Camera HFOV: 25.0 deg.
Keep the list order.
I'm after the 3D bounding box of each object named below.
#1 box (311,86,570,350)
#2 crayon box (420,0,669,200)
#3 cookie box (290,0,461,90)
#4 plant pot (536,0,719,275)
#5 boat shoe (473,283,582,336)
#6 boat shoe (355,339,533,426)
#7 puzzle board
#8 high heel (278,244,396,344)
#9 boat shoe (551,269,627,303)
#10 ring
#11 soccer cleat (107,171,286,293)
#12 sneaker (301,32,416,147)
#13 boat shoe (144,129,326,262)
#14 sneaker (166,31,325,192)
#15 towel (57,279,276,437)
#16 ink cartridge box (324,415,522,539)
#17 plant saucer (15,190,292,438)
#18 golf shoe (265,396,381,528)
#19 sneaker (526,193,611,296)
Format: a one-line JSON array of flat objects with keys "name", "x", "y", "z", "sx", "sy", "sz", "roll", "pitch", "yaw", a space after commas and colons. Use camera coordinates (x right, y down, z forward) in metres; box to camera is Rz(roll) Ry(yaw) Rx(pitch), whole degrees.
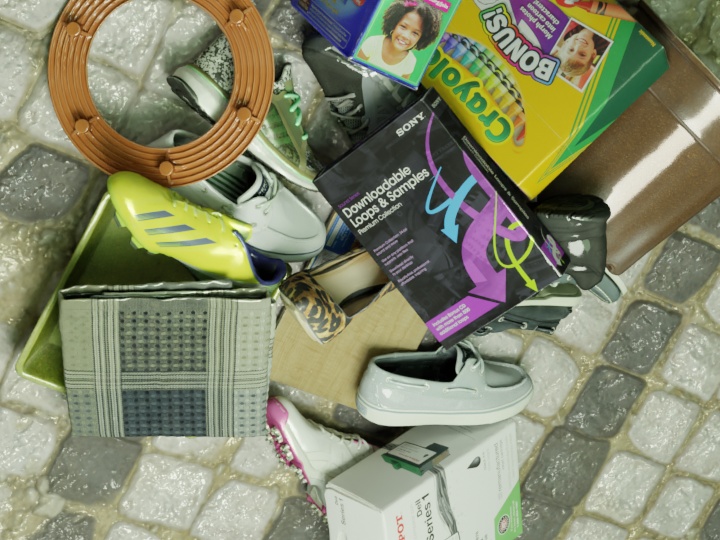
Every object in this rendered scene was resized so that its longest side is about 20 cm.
[{"name": "box", "x": 0.070, "y": -0.043, "z": 1.439, "sx": 0.143, "sy": 0.036, "sz": 0.200, "roll": -35, "pitch": 97, "yaw": 32}, {"name": "crayon box", "x": 0.144, "y": -0.196, "z": 1.450, "sx": 0.172, "sy": 0.200, "sz": 0.058, "roll": -43, "pitch": 159, "yaw": 4}, {"name": "cookie box", "x": 0.036, "y": -0.281, "z": 1.383, "sx": 0.075, "sy": 0.171, "sz": 0.201, "roll": 19, "pitch": 107, "yaw": -28}, {"name": "plant pot", "x": 0.263, "y": -0.116, "z": 1.538, "sx": 0.198, "sy": 0.201, "sz": 0.200, "roll": -44, "pitch": 120, "yaw": 14}, {"name": "boat shoe", "x": 0.131, "y": 0.035, "z": 1.613, "sx": 0.198, "sy": 0.075, "sz": 0.066, "roll": 1, "pitch": 123, "yaw": -41}, {"name": "boat shoe", "x": 0.092, "y": 0.109, "z": 1.628, "sx": 0.199, "sy": 0.070, "sz": 0.072, "roll": -3, "pitch": 124, "yaw": -26}, {"name": "puzzle board", "x": 0.000, "y": 0.037, "z": 1.607, "sx": 0.150, "sy": 0.017, "sz": 0.201, "roll": 21, "pitch": 105, "yaw": -25}, {"name": "high heel", "x": 0.000, "y": 0.000, "z": 1.487, "sx": 0.142, "sy": 0.200, "sz": 0.072, "roll": -38, "pitch": 84, "yaw": 5}, {"name": "boat shoe", "x": 0.176, "y": -0.015, "z": 1.607, "sx": 0.199, "sy": 0.073, "sz": 0.062, "roll": 34, "pitch": 87, "yaw": -21}, {"name": "ring", "x": -0.173, "y": -0.171, "z": 1.396, "sx": 0.198, "sy": 0.019, "sz": 0.202, "roll": 0, "pitch": 96, "yaw": 3}, {"name": "soccer cleat", "x": -0.142, "y": -0.035, "z": 1.417, "sx": 0.083, "sy": 0.065, "sz": 0.200, "roll": -30, "pitch": 135, "yaw": 19}, {"name": "sneaker", "x": 0.004, "y": -0.120, "z": 1.484, "sx": 0.200, "sy": 0.075, "sz": 0.116, "roll": 38, "pitch": 78, "yaw": -30}, {"name": "boat shoe", "x": -0.106, "y": -0.065, "z": 1.471, "sx": 0.199, "sy": 0.074, "sz": 0.067, "roll": 21, "pitch": 148, "yaw": -28}, {"name": "sneaker", "x": -0.076, "y": -0.142, "z": 1.469, "sx": 0.200, "sy": 0.077, "sz": 0.089, "roll": 38, "pitch": 89, "yaw": -32}, {"name": "towel", "x": -0.173, "y": 0.080, "z": 1.469, "sx": 0.191, "sy": 0.035, "sz": 0.201, "roll": 1, "pitch": 136, "yaw": -6}, {"name": "ink cartridge box", "x": 0.067, "y": 0.243, "z": 1.644, "sx": 0.199, "sy": 0.084, "sz": 0.147, "roll": -30, "pitch": 125, "yaw": -36}, {"name": "plant saucer", "x": -0.196, "y": 0.036, "z": 1.519, "sx": 0.199, "sy": 0.048, "sz": 0.201, "roll": 24, "pitch": 104, "yaw": -27}, {"name": "golf shoe", "x": -0.031, "y": 0.186, "z": 1.641, "sx": 0.091, "sy": 0.075, "sz": 0.201, "roll": -39, "pitch": 126, "yaw": -12}, {"name": "sneaker", "x": 0.134, "y": -0.023, "z": 1.482, "sx": 0.076, "sy": 0.199, "sz": 0.092, "roll": -31, "pitch": 120, "yaw": -49}]
